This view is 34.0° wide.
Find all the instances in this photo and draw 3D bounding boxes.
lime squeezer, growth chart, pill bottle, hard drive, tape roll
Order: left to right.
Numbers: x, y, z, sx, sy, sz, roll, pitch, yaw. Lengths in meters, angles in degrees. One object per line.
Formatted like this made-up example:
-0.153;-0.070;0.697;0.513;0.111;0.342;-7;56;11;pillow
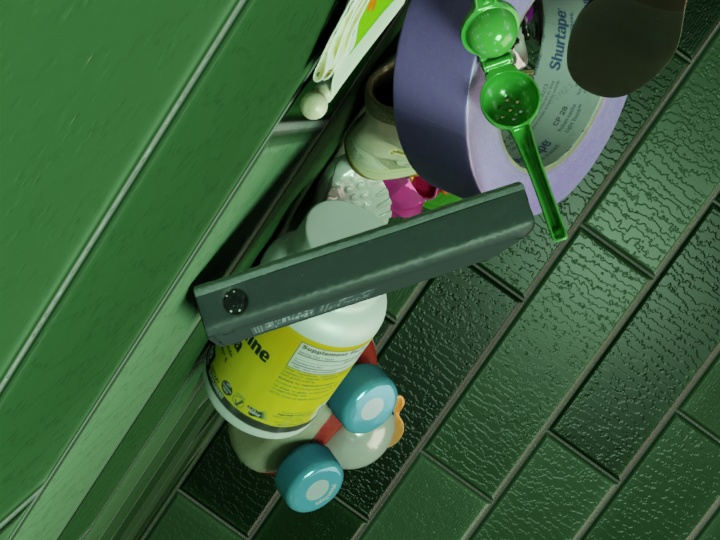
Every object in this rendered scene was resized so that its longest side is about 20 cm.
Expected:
-0.048;0.040;0.971;0.201;0.112;0.113;-56;180;39;pill bottle
0.000;0.000;0.726;0.197;0.033;0.140;-18;175;-5;hard drive
0.026;-0.155;0.530;0.145;0.018;0.200;-57;-179;-30;growth chart
0.078;-0.118;0.675;0.037;0.203;0.071;-13;-165;18;lime squeezer
0.110;-0.141;0.797;0.199;0.065;0.203;-29;131;-39;tape roll

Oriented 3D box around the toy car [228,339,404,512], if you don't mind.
-0.017;0.129;1.167;0.199;0.184;0.178;21;108;-46;toy car

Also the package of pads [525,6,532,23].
0.134;-0.264;1.231;0.121;0.075;0.200;-58;-179;-22;package of pads

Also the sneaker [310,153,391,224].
-0.018;-0.051;1.069;0.075;0.081;0.201;-13;151;-10;sneaker

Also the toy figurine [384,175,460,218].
0.071;-0.145;1.457;0.184;0.148;0.203;-38;143;-58;toy figurine

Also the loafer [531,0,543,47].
0.157;-0.246;0.957;0.072;0.063;0.201;-39;144;-18;loafer

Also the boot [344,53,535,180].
0.089;-0.134;0.913;0.197;0.073;0.155;-15;168;-9;boot

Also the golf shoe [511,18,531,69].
0.114;-0.218;0.990;0.078;0.094;0.200;-54;178;-21;golf shoe

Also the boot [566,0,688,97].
0.207;-0.234;0.764;0.187;0.064;0.201;113;3;-55;boot
